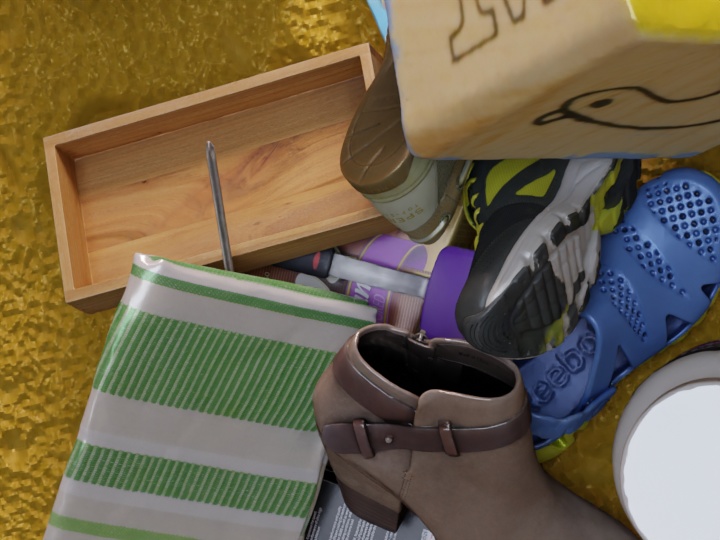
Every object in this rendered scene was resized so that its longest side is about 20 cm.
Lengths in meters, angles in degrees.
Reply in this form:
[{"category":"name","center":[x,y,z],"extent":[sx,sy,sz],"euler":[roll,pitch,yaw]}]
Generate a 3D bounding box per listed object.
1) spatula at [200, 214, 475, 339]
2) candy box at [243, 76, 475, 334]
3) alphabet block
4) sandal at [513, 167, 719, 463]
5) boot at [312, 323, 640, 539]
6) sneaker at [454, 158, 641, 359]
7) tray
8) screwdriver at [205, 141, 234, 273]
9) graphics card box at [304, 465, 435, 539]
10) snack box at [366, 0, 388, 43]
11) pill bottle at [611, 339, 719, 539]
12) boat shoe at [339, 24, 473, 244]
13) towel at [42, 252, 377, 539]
[{"category":"spatula","center":[0.000,0.000,1.326],"extent":[0.198,0.021,0.057],"euler":[16,94,16]},{"category":"candy box","center":[-0.007,-0.002,1.367],"extent":[0.116,0.056,0.201],"euler":[24,95,13]},{"category":"alphabet block","center":[0.136,-0.174,1.172],"extent":[0.194,0.200,0.198],"euler":[-4,78,-30]},{"category":"sandal","center":[0.136,0.029,1.321],"extent":[0.079,0.087,0.201],"euler":[38,97,11]},{"category":"boot","center":[0.069,0.101,1.273],"extent":[0.198,0.147,0.071],"euler":[13,51,3]},{"category":"sneaker","center":[0.087,-0.024,1.274],"extent":[0.084,0.200,0.075],"euler":[10,129,25]},{"category":"tray","center":[-0.075,-0.049,1.330],"extent":[0.198,0.037,0.099],"euler":[-15,72,14]},{"category":"screwdriver","center":[-0.068,0.019,1.309],"extent":[0.028,0.029,0.202],"euler":[-3,113,9]},{"category":"graphics card box","center":[0.014,0.191,1.369],"extent":[0.198,0.051,0.127],"euler":[17,94,13]},{"category":"snack box","center":[0.084,-0.218,1.352],"extent":[0.199,0.037,0.117],"euler":[-25,86,12]},{"category":"pill bottle","center":[0.193,0.098,1.250],"extent":[0.115,0.200,0.118],"euler":[0,91,12]},{"category":"boat shoe","center":[0.054,-0.111,1.287],"extent":[0.073,0.063,0.202],"euler":[-6,51,41]},{"category":"towel","center":[-0.085,0.097,1.302],"extent":[0.151,0.023,0.202],"euler":[12,104,-26]}]
